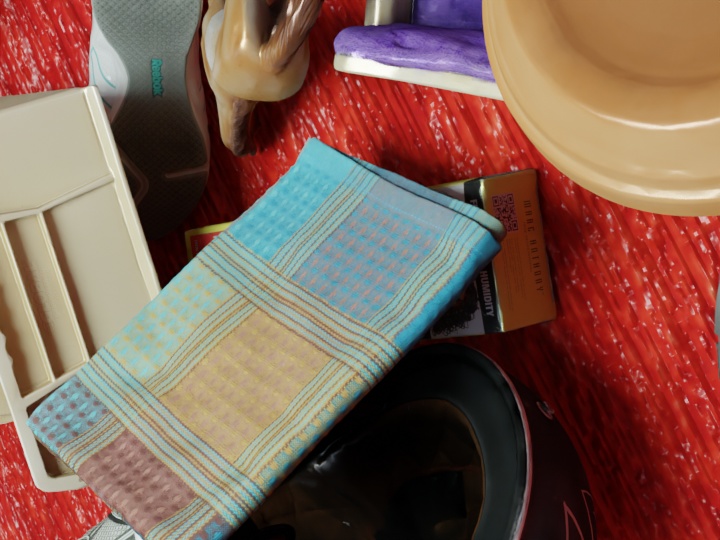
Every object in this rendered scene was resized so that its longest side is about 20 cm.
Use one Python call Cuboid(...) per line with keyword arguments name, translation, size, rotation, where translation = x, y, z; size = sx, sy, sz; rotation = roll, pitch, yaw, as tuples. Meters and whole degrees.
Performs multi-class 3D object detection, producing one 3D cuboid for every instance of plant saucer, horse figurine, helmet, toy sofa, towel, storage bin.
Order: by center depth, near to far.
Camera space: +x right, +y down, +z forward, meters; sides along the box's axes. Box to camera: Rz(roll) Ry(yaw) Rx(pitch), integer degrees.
Cuboid(name="plant saucer", translation=(0.128, -0.121, 0.563), size=(0.199, 0.037, 0.202), rotation=(-11, 69, 31))
Cuboid(name="toy sofa", translation=(0.087, -0.115, 0.651), size=(0.199, 0.097, 0.084), rotation=(16, 108, 37))
Cuboid(name="towel", translation=(-0.044, 0.027, 0.683), size=(0.146, 0.200, 0.022), rotation=(28, 158, 48))
Cuboid(name="helmet", translation=(0.010, 0.133, 0.705), size=(0.200, 0.189, 0.202), rotation=(179, 90, -73))
Cuboid(name="horse figurine", translation=(-0.047, -0.125, 0.740), size=(0.200, 0.049, 0.134), rotation=(-171, 88, -74))
Cuboid(name="storage bin", translation=(-0.183, 0.006, 0.840), size=(0.200, 0.093, 0.201), rotation=(9, 117, 64))

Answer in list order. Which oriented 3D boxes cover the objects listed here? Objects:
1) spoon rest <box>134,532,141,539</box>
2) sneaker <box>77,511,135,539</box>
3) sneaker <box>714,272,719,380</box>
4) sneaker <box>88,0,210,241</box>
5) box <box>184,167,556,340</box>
Cuboid(name="spoon rest", translation=(-0.086, 0.198, 0.831), size=(0.098, 0.061, 0.201), rotation=(-5, 134, 5))
Cuboid(name="sneaker", translation=(-0.094, 0.122, 0.874), size=(0.199, 0.078, 0.086), rotation=(-36, 69, 29))
Cuboid(name="sneaker", translation=(0.208, -0.013, 0.583), size=(0.115, 0.075, 0.203), rotation=(21, 109, 37))
Cuboid(name="sneaker", translation=(-0.116, -0.107, 0.849), size=(0.081, 0.070, 0.202), rotation=(-102, 18, -53))
Cuboid(name="box", translation=(0.000, 0.000, 0.776), size=(0.199, 0.050, 0.076), rotation=(-6, 93, 41))
